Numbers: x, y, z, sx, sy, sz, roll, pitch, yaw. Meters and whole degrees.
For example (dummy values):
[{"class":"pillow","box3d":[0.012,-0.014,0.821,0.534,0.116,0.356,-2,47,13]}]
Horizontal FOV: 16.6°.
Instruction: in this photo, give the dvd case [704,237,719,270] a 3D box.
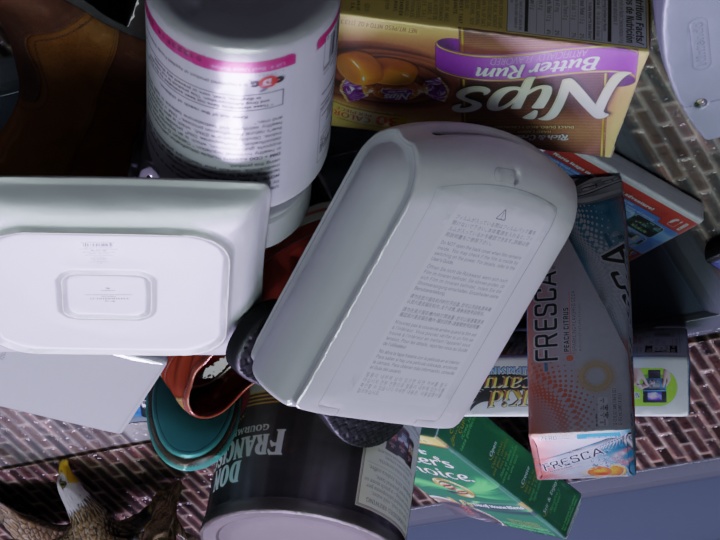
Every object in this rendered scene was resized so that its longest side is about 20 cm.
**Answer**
[{"class":"dvd case","box3d":[0.361,-0.018,1.719,0.200,0.018,0.143,-26,137,38]}]

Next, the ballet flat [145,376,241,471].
[{"class":"ballet flat","box3d":[-0.122,0.081,1.748,0.067,0.200,0.071,2,134,-10]}]

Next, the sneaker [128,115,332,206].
[{"class":"sneaker","box3d":[-0.116,-0.062,1.659,0.200,0.075,0.081,18,155,-10]}]

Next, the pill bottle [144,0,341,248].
[{"class":"pill bottle","box3d":[-0.073,-0.108,1.477,0.113,0.114,0.200,4,142,-1]}]

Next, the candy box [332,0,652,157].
[{"class":"candy box","box3d":[0.072,-0.133,1.534,0.199,0.057,0.117,8,147,-4]}]

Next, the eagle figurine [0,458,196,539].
[{"class":"eagle figurine","box3d":[-0.243,0.233,2.076,0.200,0.151,0.152,-20,152,15]}]

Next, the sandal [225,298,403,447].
[{"class":"sandal","box3d":[-0.026,0.060,1.630,0.075,0.045,0.200,-55,140,2]}]

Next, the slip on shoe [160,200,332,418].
[{"class":"slip on shoe","box3d":[-0.057,0.027,1.642,0.200,0.061,0.074,-42,137,23]}]

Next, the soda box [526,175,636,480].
[{"class":"soda box","box3d":[0.145,0.037,1.623,0.068,0.200,0.064,-4,147,8]}]

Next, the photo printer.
[{"class":"photo printer","box3d":[0.040,-0.001,1.548,0.166,0.069,0.200,9,117,-44]}]

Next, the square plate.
[{"class":"square plate","box3d":[-0.158,0.005,1.520,0.199,0.029,0.198,1,150,-4]}]

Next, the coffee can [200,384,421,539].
[{"class":"coffee can","box3d":[-0.027,0.109,1.770,0.146,0.200,0.146,7,153,4]}]

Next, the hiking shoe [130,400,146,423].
[{"class":"hiking shoe","box3d":[-0.156,0.081,1.887,0.200,0.075,0.087,21,137,-41]}]

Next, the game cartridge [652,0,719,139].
[{"class":"game cartridge","box3d":[0.243,-0.158,1.478,0.133,0.041,0.200,-15,145,1]}]

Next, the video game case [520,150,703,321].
[{"class":"video game case","box3d":[0.119,-0.028,1.727,0.143,0.017,0.200,27,141,-31]}]

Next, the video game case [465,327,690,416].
[{"class":"video game case","box3d":[0.143,0.072,1.755,0.181,0.046,0.200,0,-176,7]}]

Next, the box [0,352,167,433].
[{"class":"box","box3d":[-0.234,0.004,1.685,0.200,0.153,0.106,16,143,-17]}]

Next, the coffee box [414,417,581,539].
[{"class":"coffee box","box3d":[0.073,0.146,1.936,0.123,0.044,0.200,9,158,40]}]

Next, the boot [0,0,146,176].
[{"class":"boot","box3d":[-0.214,-0.113,1.533,0.188,0.069,0.200,8,126,-29]}]
